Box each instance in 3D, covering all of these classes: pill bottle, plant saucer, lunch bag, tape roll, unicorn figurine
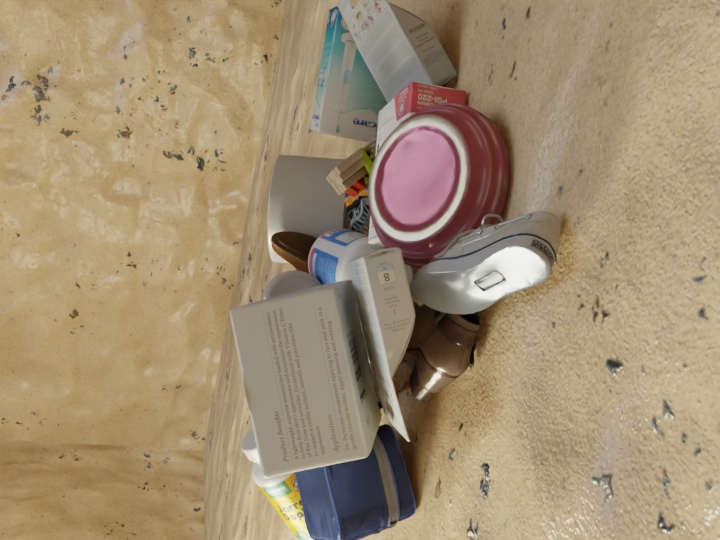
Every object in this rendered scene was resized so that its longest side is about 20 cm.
[{"bbox_3d":[-0.120,0.080,1.223,0.200,0.108,0.111,123,150,-67],"label":"pill bottle"},{"bbox_3d":[0.080,-0.104,0.873,0.199,0.051,0.203,-9,76,42],"label":"plant saucer"},{"bbox_3d":[-0.008,0.299,1.031,0.200,0.131,0.138,139,119,-66],"label":"lunch bag"},{"bbox_3d":[-0.108,0.341,1.211,0.201,0.112,0.113,59,174,-18],"label":"pill bottle"},{"bbox_3d":[-0.090,-0.111,1.375,0.203,0.137,0.206,5,-90,-87],"label":"tape roll"},{"bbox_3d":[0.000,0.000,1.141,0.200,0.111,0.114,-157,74,-65],"label":"pill bottle"},{"bbox_3d":[0.046,0.120,1.031,0.200,0.073,0.139,129,136,-65],"label":"unicorn figurine"}]

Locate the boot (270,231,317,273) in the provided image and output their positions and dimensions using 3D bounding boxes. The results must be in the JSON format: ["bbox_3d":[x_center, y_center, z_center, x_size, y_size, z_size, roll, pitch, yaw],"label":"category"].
[{"bbox_3d":[-0.091,0.030,1.304,0.155,0.198,0.074,-59,4,37],"label":"boot"}]

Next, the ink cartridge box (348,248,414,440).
[{"bbox_3d":[0.036,0.079,0.848,0.160,0.047,0.203,170,86,-83],"label":"ink cartridge box"}]

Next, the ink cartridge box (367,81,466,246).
[{"bbox_3d":[0.075,-0.136,1.011,0.146,0.084,0.203,164,110,-73],"label":"ink cartridge box"}]

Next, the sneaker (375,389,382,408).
[{"bbox_3d":[0.001,0.230,1.161,0.200,0.075,0.088,-35,79,57],"label":"sneaker"}]

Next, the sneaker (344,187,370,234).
[{"bbox_3d":[0.026,-0.095,1.197,0.200,0.077,0.078,164,100,-77],"label":"sneaker"}]

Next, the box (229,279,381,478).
[{"bbox_3d":[-0.061,0.124,0.919,0.200,0.129,0.202,-20,-81,-84],"label":"box"}]

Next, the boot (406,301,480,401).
[{"bbox_3d":[0.095,0.058,0.908,0.201,0.069,0.147,-104,33,-49],"label":"boot"}]

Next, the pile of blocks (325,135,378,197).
[{"bbox_3d":[0.030,-0.168,1.123,0.082,0.062,0.200,-34,6,46],"label":"pile of blocks"}]

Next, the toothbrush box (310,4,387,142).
[{"bbox_3d":[0.008,-0.317,1.210,0.085,0.145,0.203,-137,55,-71],"label":"toothbrush box"}]

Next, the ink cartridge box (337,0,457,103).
[{"bbox_3d":[0.048,-0.339,1.072,0.202,0.047,0.160,62,164,-4],"label":"ink cartridge box"}]

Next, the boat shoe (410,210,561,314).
[{"bbox_3d":[0.132,-0.018,0.769,0.202,0.074,0.086,-31,23,56],"label":"boat shoe"}]
